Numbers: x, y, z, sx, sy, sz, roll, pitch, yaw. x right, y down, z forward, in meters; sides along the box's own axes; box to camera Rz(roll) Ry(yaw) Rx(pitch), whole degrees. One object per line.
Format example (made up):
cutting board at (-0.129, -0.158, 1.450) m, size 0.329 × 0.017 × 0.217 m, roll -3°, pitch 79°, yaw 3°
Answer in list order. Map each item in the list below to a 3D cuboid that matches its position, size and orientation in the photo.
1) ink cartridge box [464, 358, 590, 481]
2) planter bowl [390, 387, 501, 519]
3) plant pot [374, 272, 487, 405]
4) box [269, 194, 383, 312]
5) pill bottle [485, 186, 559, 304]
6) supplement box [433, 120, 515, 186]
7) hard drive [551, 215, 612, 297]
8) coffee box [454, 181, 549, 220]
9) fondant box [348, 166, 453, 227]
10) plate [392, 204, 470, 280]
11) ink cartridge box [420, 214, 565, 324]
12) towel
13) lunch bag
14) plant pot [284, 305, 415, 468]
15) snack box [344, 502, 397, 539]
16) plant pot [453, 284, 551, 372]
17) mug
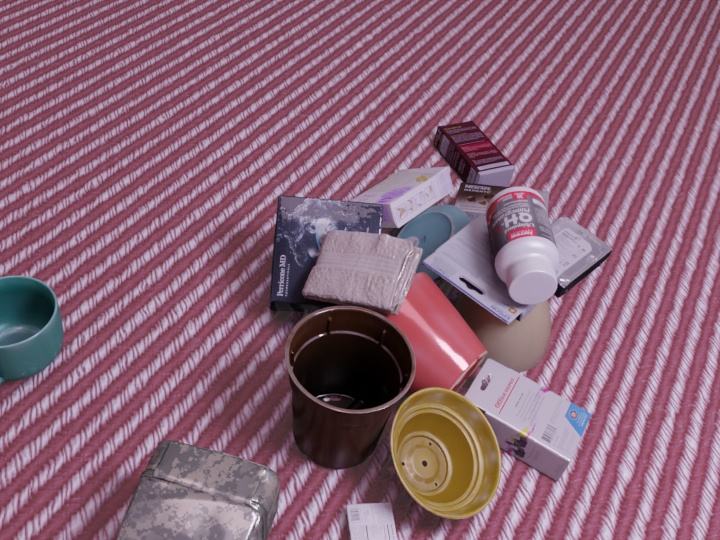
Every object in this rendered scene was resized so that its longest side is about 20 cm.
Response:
ink cartridge box at (0.278, 0.252, 1.272) m, size 0.198 × 0.068 × 0.115 m, roll 29°, pitch 47°, yaw 16°
planter bowl at (0.118, 0.295, 1.167) m, size 0.198 × 0.084 × 0.203 m, roll 13°, pitch 57°, yaw -21°
plant pot at (0.109, 0.134, 1.280) m, size 0.177 × 0.201 × 0.200 m, roll 41°, pitch 51°, yaw 16°
box at (-0.064, -0.023, 1.379) m, size 0.197 × 0.117 × 0.200 m, roll 4°, pitch 80°, yaw -6°
pill bottle at (0.282, -0.042, 1.283) m, size 0.109 × 0.112 × 0.202 m, roll 5°, pitch 45°, yaw -6°
supplement box at (0.274, -0.279, 1.802) m, size 0.108 × 0.061 × 0.201 m, roll -13°, pitch 51°, yaw -24°
hard drive at (0.440, -0.036, 1.613) m, size 0.199 × 0.038 × 0.139 m, roll -29°, pitch 58°, yaw -35°
coffee box at (0.304, -0.121, 1.609) m, size 0.197 × 0.081 × 0.114 m, roll 8°, pitch 41°, yaw 13°
fondant box at (0.085, -0.159, 1.599) m, size 0.143 × 0.059 × 0.199 m, roll 4°, pitch 32°, yaw 46°
plate at (0.131, -0.059, 1.496) m, size 0.198 × 0.026 × 0.202 m, roll -21°, pitch 45°, yaw 23°
ink cartridge box at (0.237, 0.003, 1.337) m, size 0.199 × 0.041 × 0.199 m, roll 37°, pitch 50°, yaw 23°
towel at (0.000, 0.000, 1.244) m, size 0.198 × 0.035 × 0.134 m, roll 7°, pitch 64°, yaw 33°
lunch bag at (-0.226, 0.350, 1.019) m, size 0.197 × 0.140 × 0.169 m, roll 16°, pitch 44°, yaw 5°
plant pot at (-0.029, 0.197, 1.170) m, size 0.197 × 0.200 × 0.202 m, roll 6°, pitch 44°, yaw -6°
snack box at (0.025, 0.435, 1.069) m, size 0.071 × 0.024 × 0.202 m, roll 1°, pitch 46°, yaw -12°
plant pot at (0.277, 0.072, 1.403) m, size 0.197 × 0.136 × 0.202 m, roll 6°, pitch 44°, yaw -5°
mug at (-0.578, 0.110, 1.202) m, size 0.151 × 0.115 × 0.184 m, roll 37°, pitch 50°, yaw 23°
